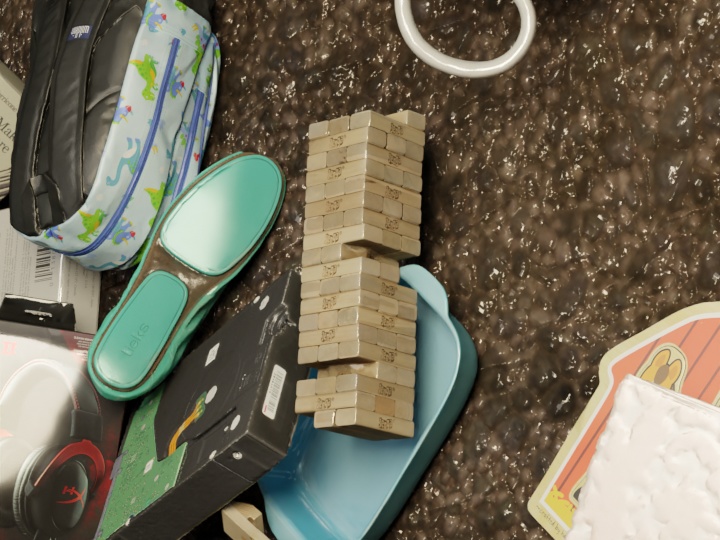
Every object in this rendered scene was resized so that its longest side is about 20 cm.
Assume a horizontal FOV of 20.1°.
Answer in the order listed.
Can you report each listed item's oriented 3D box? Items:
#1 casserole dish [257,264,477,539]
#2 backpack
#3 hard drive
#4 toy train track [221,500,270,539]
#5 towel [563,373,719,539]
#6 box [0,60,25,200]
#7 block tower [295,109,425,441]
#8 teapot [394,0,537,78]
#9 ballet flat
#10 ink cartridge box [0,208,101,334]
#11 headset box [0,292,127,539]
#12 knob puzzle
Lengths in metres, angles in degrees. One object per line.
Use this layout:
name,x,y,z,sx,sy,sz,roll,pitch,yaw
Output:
casserole dish,0.007,0.090,1.278,0.121,0.039,0.201,44,111,41
backpack,-0.179,-0.102,1.452,0.162,0.154,0.202,-10,51,40
hard drive,-0.100,0.103,1.325,0.200,0.038,0.141,-39,27,40
toy train track,-0.009,0.201,1.239,0.199,0.032,0.115,36,147,33
towel,0.189,0.178,1.049,0.190,0.032,0.202,23,96,28
box,-0.330,-0.071,1.570,0.200,0.082,0.068,-45,33,4
block tower,0.000,0.000,1.243,0.054,0.058,0.202,-10,71,42
teapot,0.117,-0.232,1.177,0.146,0.197,0.200,47,143,2
ballet flat,-0.124,0.004,1.398,0.201,0.067,0.070,-56,1,-14
ink cartridge box,-0.272,0.054,1.557,0.175,0.044,0.202,-8,73,43
headset box,-0.242,0.119,1.428,0.075,0.147,0.202,134,145,-78
knob puzzle,0.189,0.103,1.101,0.218,0.030,0.222,-14,70,42
